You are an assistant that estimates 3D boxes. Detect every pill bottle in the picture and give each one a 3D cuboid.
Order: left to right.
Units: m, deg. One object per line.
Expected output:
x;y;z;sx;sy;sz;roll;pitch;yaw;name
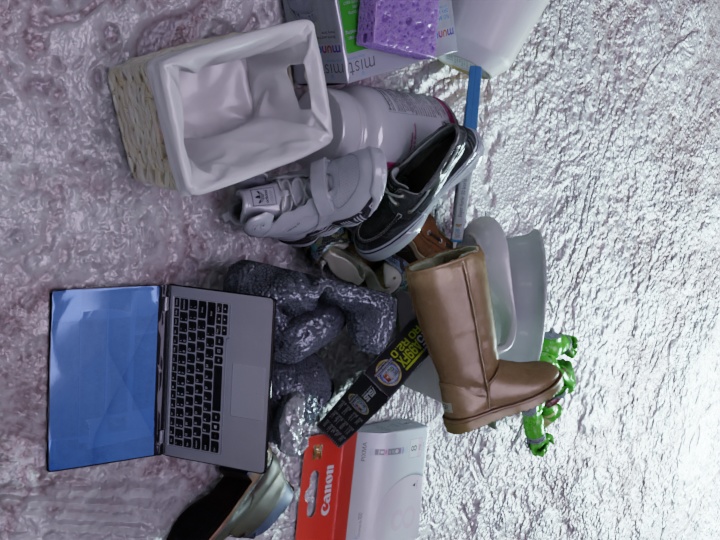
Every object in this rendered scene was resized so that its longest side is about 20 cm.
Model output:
0.018;-0.161;1.188;0.199;0.113;0.115;-2;100;-44;pill bottle

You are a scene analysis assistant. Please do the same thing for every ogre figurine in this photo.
0.294;0.175;1.549;0.201;0.098;0.120;-51;142;-11;ogre figurine

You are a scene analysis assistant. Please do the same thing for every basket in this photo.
-0.144;-0.171;1.014;0.199;0.123;0.137;-27;116;-39;basket

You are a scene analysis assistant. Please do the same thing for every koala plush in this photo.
-0.086;0.101;1.109;0.182;0.177;0.203;14;89;-33;koala plush

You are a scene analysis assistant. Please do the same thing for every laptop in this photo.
-0.202;0.117;1.010;0.116;0.197;0.190;-20;115;-70;laptop

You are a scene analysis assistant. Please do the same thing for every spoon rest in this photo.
0.170;0.024;1.319;0.060;0.099;0.202;10;63;-30;spoon rest

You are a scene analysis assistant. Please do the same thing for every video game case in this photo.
0.135;-0.144;1.269;0.201;0.018;0.145;87;9;-65;video game case

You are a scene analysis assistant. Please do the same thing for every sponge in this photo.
0.048;-0.346;1.106;0.111;0.030;0.203;-1;96;-46;sponge

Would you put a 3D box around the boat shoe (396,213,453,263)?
0.062;-0.048;1.293;0.200;0.071;0.069;42;64;-53;boat shoe

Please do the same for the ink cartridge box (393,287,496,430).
0.121;0.105;1.284;0.048;0.199;0.147;-16;110;-33;ink cartridge box

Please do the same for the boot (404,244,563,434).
0.148;0.068;1.136;0.174;0.066;0.202;-20;105;-27;boot

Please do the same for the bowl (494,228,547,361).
0.206;0.041;1.408;0.201;0.089;0.204;2;90;-88;bowl

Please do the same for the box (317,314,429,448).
0.036;0.124;1.219;0.044;0.200;0.160;42;58;5;box

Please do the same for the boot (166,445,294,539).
-0.148;0.297;1.142;0.201;0.074;0.097;-53;128;-26;boot

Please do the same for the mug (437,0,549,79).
0.176;-0.331;1.297;0.185;0.149;0.155;23;90;-38;mug

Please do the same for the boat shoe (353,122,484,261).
0.054;-0.098;1.144;0.200;0.072;0.071;-48;143;14;boat shoe

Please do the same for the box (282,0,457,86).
0.008;-0.323;1.158;0.199;0.096;0.179;-24;113;-41;box

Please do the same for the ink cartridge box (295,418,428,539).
0.006;0.292;1.317;0.199;0.057;0.165;-2;100;-50;ink cartridge box

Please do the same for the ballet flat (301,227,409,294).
0.000;0.000;1.229;0.199;0.074;0.075;26;80;-39;ballet flat

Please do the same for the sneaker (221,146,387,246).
-0.064;-0.081;1.075;0.114;0.199;0.076;5;69;-38;sneaker
